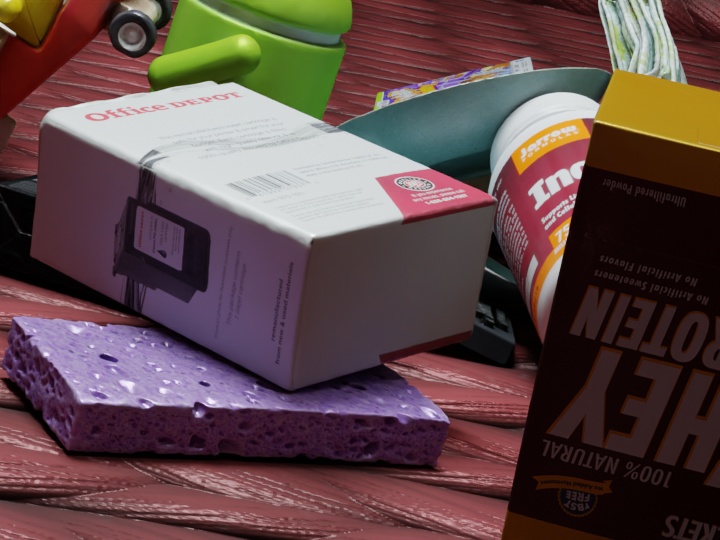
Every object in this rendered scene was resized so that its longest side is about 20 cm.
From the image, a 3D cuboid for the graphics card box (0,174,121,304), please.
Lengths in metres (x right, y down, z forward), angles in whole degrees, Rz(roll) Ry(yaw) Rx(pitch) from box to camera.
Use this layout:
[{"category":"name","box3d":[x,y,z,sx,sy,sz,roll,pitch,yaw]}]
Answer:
[{"category":"graphics card box","box3d":[-0.123,-0.025,1.436,0.125,0.051,0.200,17,13,17]}]

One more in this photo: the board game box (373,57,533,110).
[{"category":"board game box","box3d":[0.079,-0.120,1.913,0.134,0.045,0.200,-13,12,5]}]

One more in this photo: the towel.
[{"category":"towel","box3d":[0.215,-0.084,1.629,0.048,0.201,0.172,-18,31,11]}]

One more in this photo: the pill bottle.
[{"category":"pill bottle","box3d":[0.139,-0.024,1.435,0.112,0.114,0.200,8,28,-16]}]

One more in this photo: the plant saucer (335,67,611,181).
[{"category":"plant saucer","box3d":[0.071,-0.087,1.578,0.200,0.039,0.201,-12,-6,-1]}]

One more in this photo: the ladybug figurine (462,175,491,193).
[{"category":"ladybug figurine","box3d":[0.120,-0.067,1.742,0.199,0.072,0.136,25,28,17]}]

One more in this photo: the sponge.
[{"category":"sponge","box3d":[-0.066,0.060,1.178,0.199,0.030,0.111,6,15,-28]}]

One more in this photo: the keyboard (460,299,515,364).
[{"category":"keyboard","box3d":[0.000,0.000,1.394,0.199,0.021,0.127,26,17,-5]}]

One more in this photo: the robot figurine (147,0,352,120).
[{"category":"robot figurine","box3d":[-0.075,-0.135,1.597,0.115,0.201,0.175,22,15,10]}]

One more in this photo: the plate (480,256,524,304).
[{"category":"plate","box3d":[0.031,-0.022,1.519,0.199,0.026,0.200,30,5,-3]}]

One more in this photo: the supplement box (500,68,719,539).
[{"category":"supplement box","box3d":[0.156,0.028,1.127,0.132,0.201,0.197,13,13,6]}]

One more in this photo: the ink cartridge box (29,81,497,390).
[{"category":"ink cartridge box","box3d":[-0.054,-0.024,1.244,0.199,0.084,0.145,25,26,37]}]

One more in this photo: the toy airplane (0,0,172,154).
[{"category":"toy airplane","box3d":[-0.236,-0.158,1.566,0.141,0.199,0.200,50,-26,-14]}]
